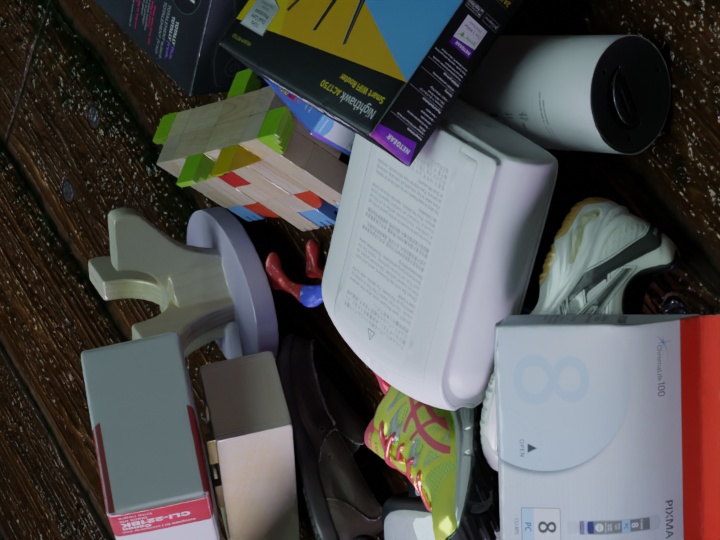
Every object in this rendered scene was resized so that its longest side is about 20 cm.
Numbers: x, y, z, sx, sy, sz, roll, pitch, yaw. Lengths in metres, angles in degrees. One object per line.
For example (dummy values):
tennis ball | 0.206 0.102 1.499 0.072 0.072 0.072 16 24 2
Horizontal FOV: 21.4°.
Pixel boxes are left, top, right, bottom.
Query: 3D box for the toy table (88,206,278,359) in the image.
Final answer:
toy table | -0.157 0.025 1.652 0.200 0.116 0.185 -150 53 -64

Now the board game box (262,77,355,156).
board game box | 0.009 -0.202 1.401 0.200 0.045 0.135 -53 41 12

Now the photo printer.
photo printer | 0.048 -0.014 1.315 0.166 0.069 0.201 36 120 47

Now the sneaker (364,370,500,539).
sneaker | 0.048 0.128 1.352 0.201 0.090 0.078 -93 -13 -51

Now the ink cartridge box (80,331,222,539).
ink cartridge box | -0.166 0.162 1.553 0.200 0.083 0.145 87 171 -62

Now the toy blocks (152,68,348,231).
toy blocks | -0.066 -0.083 1.544 0.199 0.136 0.100 -7 56 53

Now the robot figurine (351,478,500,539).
robot figurine | 0.079 0.227 1.422 0.150 0.124 0.201 -6 88 54

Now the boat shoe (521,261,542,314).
boat shoe | 0.116 0.019 1.385 0.200 0.084 0.069 35 114 22

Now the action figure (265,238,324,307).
action figure | 0.000 0.000 1.523 0.200 0.065 0.100 29 131 46

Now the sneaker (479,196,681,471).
sneaker | 0.149 0.055 1.283 0.087 0.076 0.201 26 100 20

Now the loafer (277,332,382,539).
loafer | -0.023 0.144 1.599 0.073 0.071 0.201 86 170 -67

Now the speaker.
speaker | 0.119 -0.124 1.331 0.199 0.081 0.082 8 104 52

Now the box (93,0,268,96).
box | -0.142 -0.252 1.621 0.200 0.106 0.123 45 132 38

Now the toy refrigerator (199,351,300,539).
toy refrigerator | -0.095 0.159 1.606 0.201 0.070 0.076 90 166 -54

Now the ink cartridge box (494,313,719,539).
ink cartridge box | 0.188 0.110 1.228 0.199 0.047 0.161 -1 98 13

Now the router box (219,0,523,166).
router box | 0.008 -0.174 1.301 0.150 0.051 0.200 -56 41 0
